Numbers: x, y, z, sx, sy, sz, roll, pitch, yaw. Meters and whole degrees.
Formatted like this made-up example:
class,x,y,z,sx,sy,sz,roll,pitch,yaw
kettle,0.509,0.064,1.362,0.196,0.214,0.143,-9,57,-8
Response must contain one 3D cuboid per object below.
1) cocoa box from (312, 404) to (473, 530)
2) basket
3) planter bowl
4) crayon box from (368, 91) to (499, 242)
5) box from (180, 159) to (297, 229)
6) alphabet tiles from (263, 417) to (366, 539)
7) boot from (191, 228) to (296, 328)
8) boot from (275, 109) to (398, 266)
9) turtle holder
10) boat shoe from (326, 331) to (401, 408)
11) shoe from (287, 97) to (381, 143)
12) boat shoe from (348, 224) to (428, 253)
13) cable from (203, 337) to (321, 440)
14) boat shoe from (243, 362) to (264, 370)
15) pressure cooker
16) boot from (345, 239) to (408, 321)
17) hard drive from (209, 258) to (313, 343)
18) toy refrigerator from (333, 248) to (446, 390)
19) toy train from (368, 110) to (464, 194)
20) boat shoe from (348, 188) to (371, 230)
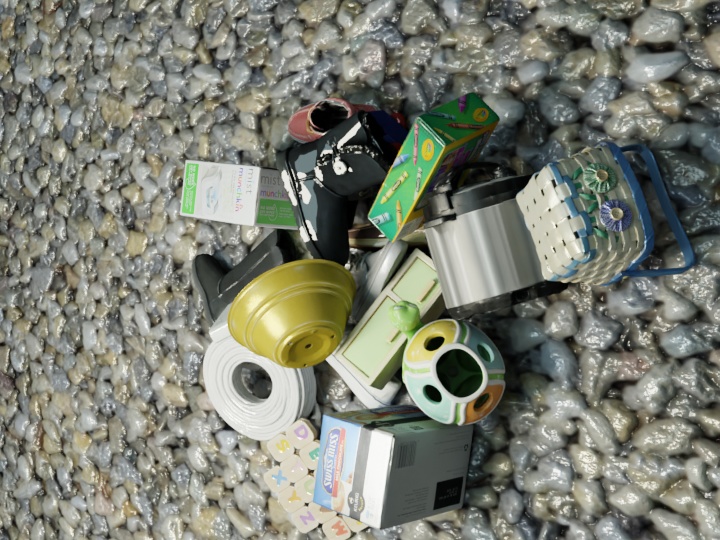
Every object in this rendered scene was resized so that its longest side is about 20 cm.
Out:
class,x,y,z,sx,sy,sz,roll,pitch,yaw
cocoa box,0.048,0.274,1.397,0.131,0.199,0.135,11,95,40
basket,0.310,-0.066,1.210,0.139,0.199,0.177,-47,58,55
planter bowl,-0.086,0.082,1.415,0.201,0.200,0.084,-49,47,26
crayon box,0.098,-0.139,1.336,0.058,0.118,0.200,46,139,17
box,-0.158,-0.122,1.587,0.176,0.199,0.098,10,95,38
alphabet tiles,-0.066,0.337,1.561,0.195,0.015,0.201,-37,87,32
boot,-0.202,-0.012,1.700,0.200,0.065,0.166,-42,55,29
boot,-0.016,-0.111,1.399,0.167,0.076,0.201,-19,96,31
turtle holder,0.124,0.121,1.345,0.140,0.132,0.187,-14,85,0
boat shoe,-0.010,0.129,1.535,0.200,0.073,0.065,46,107,21
shoe,-0.063,-0.245,1.584,0.199,0.091,0.072,4,90,39
boat shoe,0.061,-0.066,1.491,0.199,0.072,0.073,-3,78,35
cable,-0.168,0.181,1.612,0.199,0.069,0.202,2,106,25
boat shoe,-0.148,0.092,1.653,0.074,0.065,0.201,42,113,33
pressure cooker,0.177,-0.048,1.313,0.177,0.176,0.202,-16,88,6
boot,0.000,0.000,1.477,0.095,0.074,0.200,35,141,6
hard drive,-0.140,0.041,1.565,0.199,0.132,0.026,-27,102,16
toy refrigerator,0.055,0.072,1.439,0.076,0.070,0.200,39,92,22
toy train,0.064,-0.145,1.490,0.200,0.084,0.116,46,129,27
boat shoe,-0.013,-0.128,1.493,0.066,0.070,0.201,31,132,8
